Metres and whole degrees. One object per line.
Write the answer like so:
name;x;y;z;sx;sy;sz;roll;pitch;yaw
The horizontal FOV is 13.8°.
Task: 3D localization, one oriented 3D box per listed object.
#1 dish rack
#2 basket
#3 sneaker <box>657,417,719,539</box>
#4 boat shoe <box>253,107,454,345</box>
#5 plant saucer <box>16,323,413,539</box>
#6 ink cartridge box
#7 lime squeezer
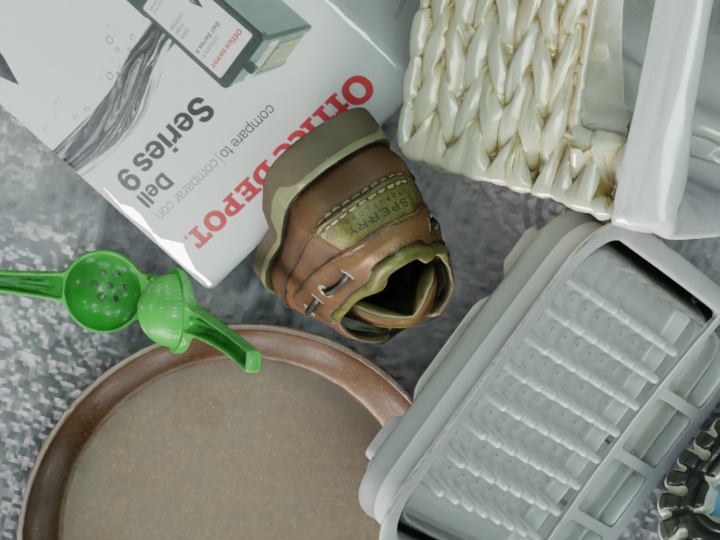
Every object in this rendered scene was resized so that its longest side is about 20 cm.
dish rack;0.080;0.058;1.263;0.043;0.200;0.172;39;94;29
basket;0.108;-0.091;1.209;0.123;0.200;0.137;12;97;22
sneaker;0.206;0.064;1.323;0.078;0.090;0.200;32;78;32
boat shoe;0.000;0.000;1.216;0.072;0.200;0.068;-35;77;-2
plant saucer;-0.053;0.120;1.316;0.199;0.034;0.202;-1;98;-7
ink cartridge box;-0.080;-0.115;1.226;0.200;0.084;0.146;42;120;-10
lime squeezer;-0.102;0.011;1.262;0.199;0.070;0.038;14;87;34
